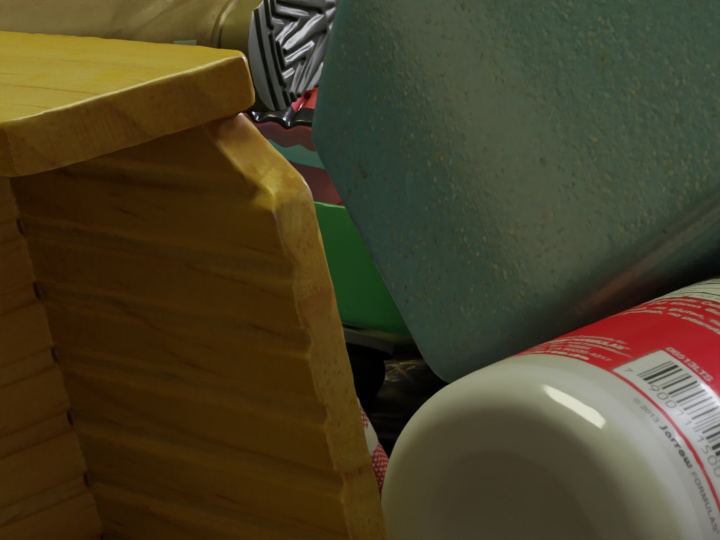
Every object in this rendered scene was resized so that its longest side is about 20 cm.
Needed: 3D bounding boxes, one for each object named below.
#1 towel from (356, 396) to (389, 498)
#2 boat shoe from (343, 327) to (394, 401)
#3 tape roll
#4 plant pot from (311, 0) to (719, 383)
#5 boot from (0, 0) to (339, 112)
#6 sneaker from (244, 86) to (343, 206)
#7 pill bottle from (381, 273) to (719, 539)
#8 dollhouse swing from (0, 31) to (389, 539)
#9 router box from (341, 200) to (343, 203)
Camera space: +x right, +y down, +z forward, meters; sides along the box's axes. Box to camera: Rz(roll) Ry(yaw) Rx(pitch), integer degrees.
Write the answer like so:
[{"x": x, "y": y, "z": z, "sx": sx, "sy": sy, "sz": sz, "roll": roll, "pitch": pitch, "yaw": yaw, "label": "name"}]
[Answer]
[{"x": -0.028, "y": 0.026, "z": 0.827, "sx": 0.030, "sy": 0.201, "sz": 0.146, "roll": -29, "pitch": 16, "yaw": -5, "label": "towel"}, {"x": -0.080, "y": 0.043, "z": 1.076, "sx": 0.200, "sy": 0.064, "sz": 0.074, "roll": 5, "pitch": -5, "yaw": -26, "label": "boat shoe"}, {"x": 0.000, "y": 0.000, "z": 1.113, "sx": 0.199, "sy": 0.049, "sz": 0.200, "roll": 10, "pitch": -1, "yaw": 0, "label": "tape roll"}, {"x": 0.100, "y": -0.057, "z": 0.919, "sx": 0.200, "sy": 0.197, "sz": 0.195, "roll": -41, "pitch": -28, "yaw": 26, "label": "plant pot"}, {"x": -0.094, "y": -0.114, "z": 1.109, "sx": 0.199, "sy": 0.067, "sz": 0.175, "roll": 2, "pitch": 18, "yaw": 29, "label": "boot"}, {"x": 0.011, "y": -0.036, "z": 1.249, "sx": 0.199, "sy": 0.087, "sz": 0.074, "roll": 22, "pitch": 37, "yaw": 8, "label": "sneaker"}, {"x": 0.107, "y": 0.063, "z": 0.788, "sx": 0.112, "sy": 0.113, "sz": 0.199, "roll": 6, "pitch": 16, "yaw": 41, "label": "pill bottle"}, {"x": -0.122, "y": 0.056, "z": 0.722, "sx": 0.175, "sy": 0.202, "sz": 0.181, "roll": -27, "pitch": 24, "yaw": -38, "label": "dollhouse swing"}, {"x": 0.099, "y": -0.038, "z": 1.101, "sx": 0.198, "sy": 0.063, "sz": 0.150, "roll": 10, "pitch": -1, "yaw": 7, "label": "router box"}]
